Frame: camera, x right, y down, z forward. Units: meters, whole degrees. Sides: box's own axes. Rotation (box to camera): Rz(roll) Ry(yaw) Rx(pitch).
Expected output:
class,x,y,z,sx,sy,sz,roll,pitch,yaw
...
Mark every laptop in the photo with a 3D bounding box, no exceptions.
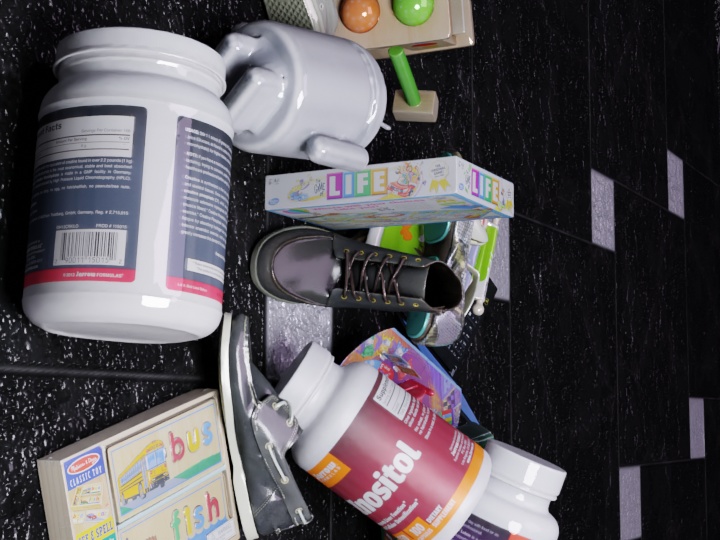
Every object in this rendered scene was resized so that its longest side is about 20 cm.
class,x,y,z,sx,sy,sz,roll,pitch,yaw
laptop,0.122,0.069,1.422,0.201,0.103,0.177,-61,141,-19

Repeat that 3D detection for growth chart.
class,x,y,z,sx,sy,sz,roll,pitch,yaw
growth chart,0.078,-0.025,1.320,0.199,0.018,0.146,22,71,-42

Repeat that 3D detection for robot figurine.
class,x,y,z,sx,sy,sz,roll,pitch,yaw
robot figurine,-0.054,-0.157,1.103,0.199,0.113,0.170,1,53,-51

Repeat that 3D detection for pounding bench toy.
class,x,y,z,sx,sy,sz,roll,pitch,yaw
pounding bench toy,0.041,-0.250,1.258,0.156,0.123,0.202,-25,110,-74

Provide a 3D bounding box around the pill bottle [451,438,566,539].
class,x,y,z,sx,sy,sz,roll,pitch,yaw
pill bottle,0.124,0.271,1.190,0.111,0.111,0.202,22,89,-59

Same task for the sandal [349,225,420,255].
class,x,y,z,sx,sy,sz,roll,pitch,yaw
sandal,0.019,-0.011,1.309,0.199,0.054,0.082,-25,103,-45

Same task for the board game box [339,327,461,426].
class,x,y,z,sx,sy,sz,roll,pitch,yaw
board game box,0.039,0.161,1.250,0.200,0.039,0.159,43,75,-39

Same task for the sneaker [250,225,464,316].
class,x,y,z,sx,sy,sz,roll,pitch,yaw
sneaker,0.000,0.000,1.162,0.199,0.106,0.076,6,89,-39

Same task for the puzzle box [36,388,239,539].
class,x,y,z,sx,sy,sz,roll,pitch,yaw
puzzle box,-0.166,0.180,0.968,0.200,0.025,0.134,-22,106,-60

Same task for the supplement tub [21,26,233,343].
class,x,y,z,sx,sy,sz,roll,pitch,yaw
supplement tub,-0.162,-0.055,0.881,0.140,0.139,0.202,21,70,-59

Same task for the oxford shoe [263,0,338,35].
class,x,y,z,sx,sy,sz,roll,pitch,yaw
oxford shoe,-0.064,-0.295,1.157,0.058,0.075,0.201,-49,137,-44

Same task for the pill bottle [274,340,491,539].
class,x,y,z,sx,sy,sz,roll,pitch,yaw
pill bottle,0.011,0.157,1.127,0.199,0.113,0.113,36,44,-5

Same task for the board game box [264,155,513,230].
class,x,y,z,sx,sy,sz,roll,pitch,yaw
board game box,0.028,-0.070,1.171,0.134,0.198,0.035,13,76,-61

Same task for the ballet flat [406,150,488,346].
class,x,y,z,sx,sy,sz,roll,pitch,yaw
ballet flat,0.094,-0.019,1.273,0.072,0.071,0.202,21,77,-59

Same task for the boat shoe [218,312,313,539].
class,x,y,z,sx,sy,sz,roll,pitch,yaw
boat shoe,-0.084,0.129,1.062,0.072,0.067,0.202,-110,-169,-78

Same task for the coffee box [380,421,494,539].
class,x,y,z,sx,sy,sz,roll,pitch,yaw
coffee box,0.079,0.266,1.258,0.122,0.044,0.202,-15,111,-26
